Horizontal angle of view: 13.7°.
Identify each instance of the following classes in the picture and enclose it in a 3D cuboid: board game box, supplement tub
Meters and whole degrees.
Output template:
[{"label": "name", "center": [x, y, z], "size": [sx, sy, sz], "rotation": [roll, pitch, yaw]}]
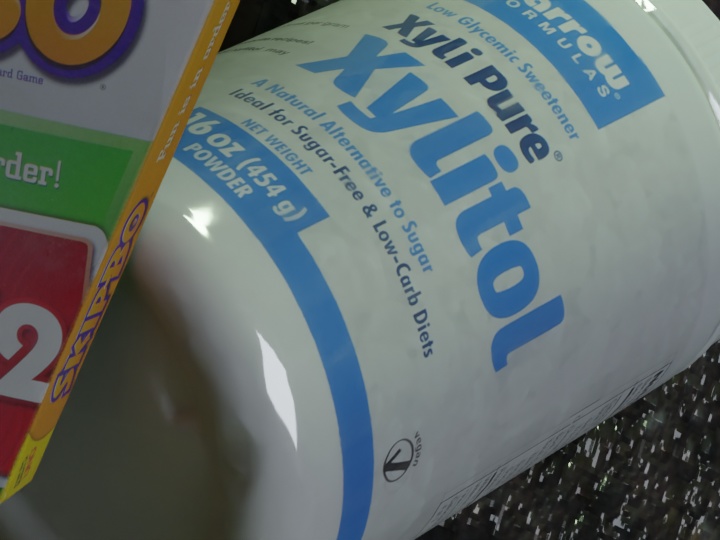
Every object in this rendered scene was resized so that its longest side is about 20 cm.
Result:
[{"label": "board game box", "center": [-0.078, -0.058, 0.643], "size": [0.200, 0.095, 0.030], "rotation": [-65, 173, 15]}, {"label": "supplement tub", "center": [0.000, 0.000, 0.761], "size": [0.200, 0.132, 0.132], "rotation": [-29, 117, -41]}]
